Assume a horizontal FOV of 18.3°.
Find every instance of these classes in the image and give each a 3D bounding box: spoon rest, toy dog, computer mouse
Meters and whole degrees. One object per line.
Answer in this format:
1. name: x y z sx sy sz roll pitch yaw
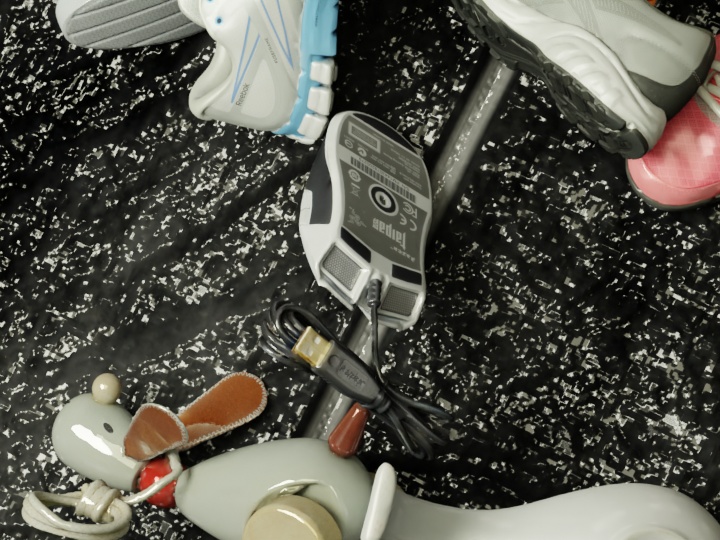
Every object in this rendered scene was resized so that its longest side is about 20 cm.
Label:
1. spoon rest: 0.094 0.142 1.107 0.199 0.061 0.100 18 78 -9
2. toy dog: -0.065 0.091 1.132 0.199 0.132 0.097 15 104 4
3. computer mouse: 0.000 0.000 1.132 0.044 0.109 0.201 -43 28 34

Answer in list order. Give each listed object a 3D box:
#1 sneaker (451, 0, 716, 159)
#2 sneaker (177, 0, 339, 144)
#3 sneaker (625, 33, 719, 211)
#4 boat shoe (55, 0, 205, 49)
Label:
1. sneaker: 0.102 -0.140 1.155 0.079 0.074 0.200 -42 60 -5
2. sneaker: -0.051 -0.160 1.145 0.086 0.075 0.201 2 113 -13
3. sneaker: 0.210 -0.114 1.130 0.200 0.087 0.074 -42 74 1
4. boat shoe: -0.078 -0.185 1.217 0.199 0.072 0.071 -24 67 -6
